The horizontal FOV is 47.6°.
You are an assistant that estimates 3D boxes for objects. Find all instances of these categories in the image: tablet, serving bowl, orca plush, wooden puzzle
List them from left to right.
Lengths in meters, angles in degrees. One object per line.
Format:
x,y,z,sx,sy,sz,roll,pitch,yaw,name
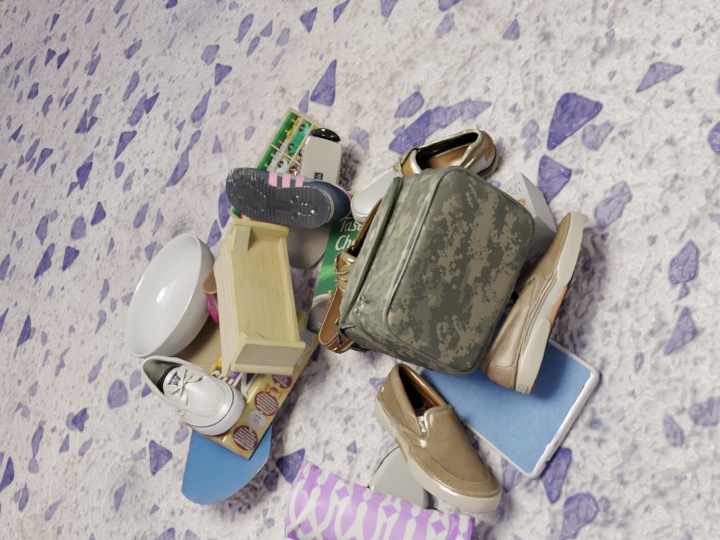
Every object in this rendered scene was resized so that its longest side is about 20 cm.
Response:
-0.277,0.048,1.242,0.199,0.065,0.202,-32,43,35,serving bowl
-0.227,0.086,1.254,0.183,0.037,0.202,-9,60,42,wooden puzzle
0.036,0.300,0.893,0.104,0.071,0.202,-3,64,-6,orca plush
0.153,0.117,0.887,0.200,0.014,0.131,36,97,48,tablet

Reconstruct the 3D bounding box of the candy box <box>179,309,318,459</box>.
-0.146,0.141,1.105,0.115,0.055,0.201,10,62,48,candy box

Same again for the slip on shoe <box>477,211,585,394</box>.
0.180,0.026,0.845,0.060,0.076,0.202,19,79,15,slip on shoe

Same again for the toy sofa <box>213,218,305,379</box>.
-0.134,0.040,1.063,0.098,0.082,0.202,124,144,-45,toy sofa

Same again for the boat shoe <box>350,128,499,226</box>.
0.070,-0.119,1.005,0.198,0.068,0.075,-28,66,12,boat shoe

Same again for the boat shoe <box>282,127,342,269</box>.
-0.066,-0.105,1.187,0.093,0.074,0.203,-100,26,-79,boat shoe

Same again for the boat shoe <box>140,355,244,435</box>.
-0.228,0.158,1.065,0.199,0.065,0.074,7,60,47,boat shoe

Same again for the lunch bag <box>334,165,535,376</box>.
0.063,0.001,0.861,0.167,0.138,0.202,3,69,66,lunch bag

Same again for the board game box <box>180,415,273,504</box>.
-0.168,0.234,1.121,0.157,0.039,0.201,-28,38,24,board game box

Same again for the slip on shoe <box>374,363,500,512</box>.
0.082,0.174,0.871,0.200,0.075,0.061,47,127,53,slip on shoe

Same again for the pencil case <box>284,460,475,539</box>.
0.021,0.256,0.827,0.086,0.197,0.085,-65,-10,-51,pencil case

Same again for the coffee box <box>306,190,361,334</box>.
0.002,-0.010,1.076,0.122,0.044,0.203,0,70,44,coffee box

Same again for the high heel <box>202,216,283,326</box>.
-0.159,-0.011,1.197,0.067,0.097,0.200,27,61,25,high heel

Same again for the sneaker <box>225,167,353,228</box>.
-0.096,-0.098,1.111,0.198,0.082,0.071,20,110,34,sneaker

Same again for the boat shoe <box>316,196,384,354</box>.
0.000,0.000,0.981,0.202,0.073,0.076,-60,34,2,boat shoe

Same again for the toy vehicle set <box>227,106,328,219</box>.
-0.125,-0.149,1.285,0.124,0.026,0.201,36,96,48,toy vehicle set

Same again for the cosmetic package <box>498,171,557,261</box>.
0.127,-0.020,0.944,0.199,0.050,0.083,-38,38,25,cosmetic package
